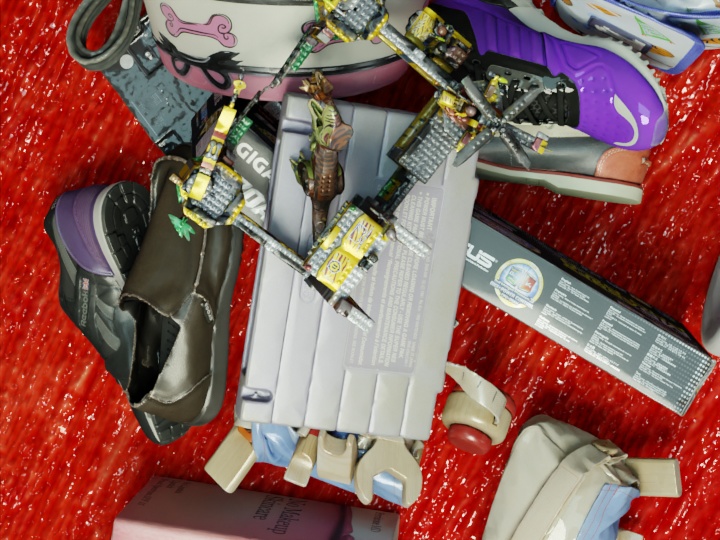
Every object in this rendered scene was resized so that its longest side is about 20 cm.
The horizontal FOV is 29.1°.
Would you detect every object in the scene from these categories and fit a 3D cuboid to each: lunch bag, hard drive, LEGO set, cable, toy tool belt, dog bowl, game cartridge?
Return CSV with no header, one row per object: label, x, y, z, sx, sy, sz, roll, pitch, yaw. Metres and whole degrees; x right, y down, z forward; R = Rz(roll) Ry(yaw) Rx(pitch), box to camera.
lunch bag,0.227,-0.200,0.919,0.198,0.170,0.125,-6,91,5
hard drive,-0.077,-0.161,1.017,0.199,0.038,0.140,-38,92,9
LEGO set,-0.005,-0.065,0.762,0.200,0.116,0.154,-45,106,-1
cable,-0.149,-0.238,0.987,0.097,0.050,0.200,43,81,12
toy tool belt,-0.002,0.122,0.981,0.198,0.125,0.124,15,68,16
toy tool belt,0.146,0.211,0.996,0.122,0.125,0.202,19,98,11
dog bowl,-0.048,-0.171,0.905,0.198,0.201,0.074,5,117,5
game cartridge,0.000,0.000,0.854,0.128,0.038,0.202,7,99,-17

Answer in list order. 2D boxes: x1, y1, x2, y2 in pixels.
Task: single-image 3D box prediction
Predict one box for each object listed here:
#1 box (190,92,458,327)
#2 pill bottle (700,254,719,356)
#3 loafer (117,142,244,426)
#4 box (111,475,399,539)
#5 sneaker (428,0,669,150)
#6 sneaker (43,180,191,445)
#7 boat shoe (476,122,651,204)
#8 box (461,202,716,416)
box,-0.029,-0.037,0.941,0.200,0.159,0.046,42,98,-16
pill bottle,0.349,0.032,0.957,0.198,0.120,0.121,19,98,2
loafer,-0.130,0.010,0.972,0.073,0.071,0.202,-2,88,44
box,-0.076,0.229,1.014,0.198,0.128,0.110,8,96,4
sneaker,0.110,-0.124,0.936,0.099,0.070,0.200,-36,55,-26
sneaker,-0.179,0.032,1.044,0.087,0.076,0.202,-4,105,35
boat shoe,0.109,-0.094,0.991,0.198,0.071,0.063,10,90,3
box,0.137,0.017,0.955,0.199,0.160,0.045,30,98,2
